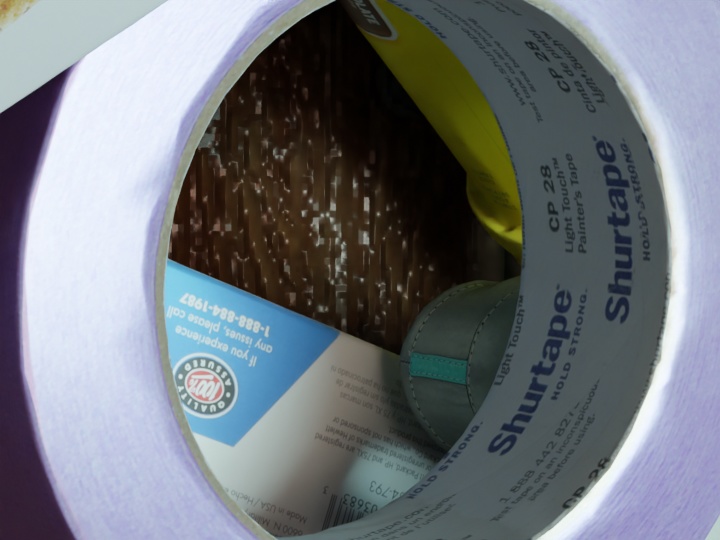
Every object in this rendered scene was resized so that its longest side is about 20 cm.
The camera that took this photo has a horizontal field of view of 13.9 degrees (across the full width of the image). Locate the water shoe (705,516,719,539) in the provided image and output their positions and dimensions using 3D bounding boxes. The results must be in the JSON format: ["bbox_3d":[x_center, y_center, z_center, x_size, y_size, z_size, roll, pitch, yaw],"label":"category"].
[{"bbox_3d":[0.093,0.103,0.804,0.199,0.071,0.079,8,75,-34],"label":"water shoe"}]

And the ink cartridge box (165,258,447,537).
[{"bbox_3d":[-0.054,0.108,0.791,0.116,0.067,0.201,23,79,-32],"label":"ink cartridge box"}]

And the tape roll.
[{"bbox_3d":[0.000,0.000,0.672,0.199,0.066,0.201,-3,95,-30],"label":"tape roll"}]

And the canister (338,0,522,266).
[{"bbox_3d":[0.049,-0.110,0.802,0.200,0.086,0.149,51,56,-43],"label":"canister"}]

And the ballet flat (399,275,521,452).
[{"bbox_3d":[0.090,0.031,0.828,0.199,0.064,0.068,9,85,-45],"label":"ballet flat"}]

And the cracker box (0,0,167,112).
[{"bbox_3d":[-0.106,-0.079,0.545,0.200,0.058,0.134,-36,143,-12],"label":"cracker box"}]
